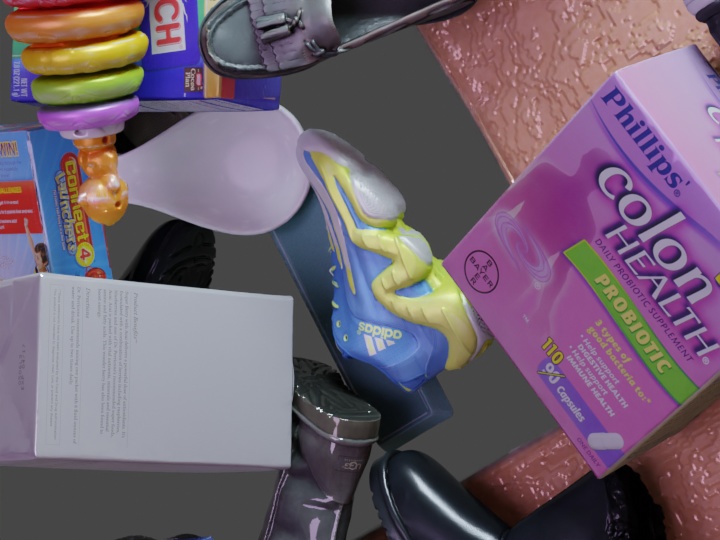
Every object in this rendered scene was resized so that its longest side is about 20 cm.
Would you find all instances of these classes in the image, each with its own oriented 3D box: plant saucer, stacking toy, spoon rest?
[{"bbox_3d":[-0.006,0.031,1.453,0.070,0.019,0.201,-33,81,34],"label":"plant saucer"},{"bbox_3d":[-0.183,-0.129,1.349,0.109,0.116,0.202,5,108,40],"label":"stacking toy"},{"bbox_3d":[-0.130,-0.071,1.456,0.198,0.061,0.101,-5,97,17],"label":"spoon rest"}]

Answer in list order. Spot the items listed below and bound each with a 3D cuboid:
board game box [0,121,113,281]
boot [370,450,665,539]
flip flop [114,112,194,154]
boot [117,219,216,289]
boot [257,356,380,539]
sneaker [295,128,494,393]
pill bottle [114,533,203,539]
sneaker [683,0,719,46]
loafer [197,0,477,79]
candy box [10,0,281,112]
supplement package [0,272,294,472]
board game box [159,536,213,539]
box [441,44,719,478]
[{"bbox_3d":[-0.267,-0.007,1.491,0.199,0.056,0.198,1,102,44],"label":"board game box"},{"bbox_3d":[0.115,0.173,1.355,0.168,0.076,0.201,-39,67,25],"label":"boot"},{"bbox_3d":[-0.177,-0.116,1.517,0.200,0.057,0.081,49,121,17],"label":"flip flop"},{"bbox_3d":[-0.209,0.019,1.552,0.167,0.076,0.202,30,121,22],"label":"boot"},{"bbox_3d":[-0.053,0.174,1.436,0.182,0.072,0.202,-138,55,-64],"label":"boot"},{"bbox_3d":[0.000,0.000,1.395,0.105,0.076,0.200,-44,75,15],"label":"sneaker"},{"bbox_3d":[-0.197,0.272,1.571,0.199,0.111,0.113,-24,86,35],"label":"pill bottle"},{"bbox_3d":[0.290,-0.170,1.180,0.199,0.075,0.115,-32,81,40],"label":"sneaker"},{"bbox_3d":[-0.010,-0.177,1.319,0.198,0.063,0.073,-18,98,-8],"label":"loafer"},{"bbox_3d":[-0.151,-0.199,1.419,0.198,0.077,0.171,2,91,34],"label":"candy box"},{"bbox_3d":[-0.158,0.074,1.368,0.119,0.198,0.123,-11,76,53],"label":"supplement package"},{"bbox_3d":[-0.147,0.294,1.434,0.199,0.043,0.201,-12,100,45],"label":"board game box"},{"bbox_3d":[0.179,-0.004,1.254,0.177,0.096,0.200,54,131,14],"label":"box"}]
